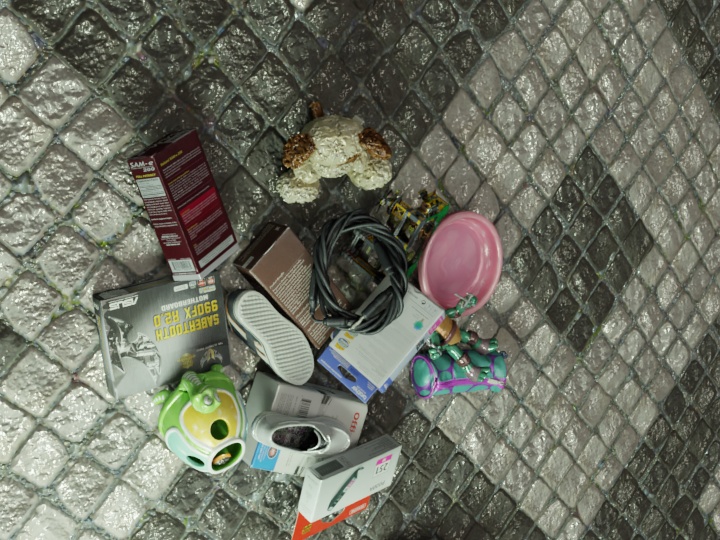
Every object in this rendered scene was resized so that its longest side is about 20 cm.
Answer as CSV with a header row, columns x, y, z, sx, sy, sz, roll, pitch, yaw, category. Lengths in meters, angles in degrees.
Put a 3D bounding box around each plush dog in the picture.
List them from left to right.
x,y,z,sx,sy,sz,roll,pitch,yaw,category
-0.044,-0.200,1.457,0.196,0.172,0.163,-11,93,-9,plush dog

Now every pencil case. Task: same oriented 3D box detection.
x,y,z,sx,sy,sz,roll,pitch,yaw,category
0.193,0.198,1.761,0.197,0.092,0.086,-1,115,-33,pencil case

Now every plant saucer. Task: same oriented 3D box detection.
x,y,z,sx,sy,sz,roll,pitch,yaw,category
0.183,-0.015,1.736,0.198,0.051,0.204,-9,105,-33,plant saucer

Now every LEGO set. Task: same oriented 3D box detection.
x,y,z,sx,sy,sz,roll,pitch,yaw,category
0.053,-0.073,1.596,0.153,0.115,0.202,-33,155,-50,LEGO set

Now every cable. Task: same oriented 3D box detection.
x,y,z,sx,sy,sz,roll,pitch,yaw,category
0.000,0.000,1.485,0.160,0.051,0.204,8,84,3,cable

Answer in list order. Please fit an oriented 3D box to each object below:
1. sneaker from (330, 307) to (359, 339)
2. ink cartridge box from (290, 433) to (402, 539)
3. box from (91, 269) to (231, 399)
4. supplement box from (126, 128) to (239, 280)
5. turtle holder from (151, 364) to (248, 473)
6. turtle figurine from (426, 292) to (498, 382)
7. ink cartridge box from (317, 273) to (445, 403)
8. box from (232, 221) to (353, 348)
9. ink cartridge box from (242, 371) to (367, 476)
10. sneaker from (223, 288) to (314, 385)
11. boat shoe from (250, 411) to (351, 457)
x,y,z,sx,sy,sz,roll,pitch,yaw,category
0.055,0.095,1.611,0.198,0.146,0.082,-25,113,-26,sneaker
-0.025,0.391,1.587,0.198,0.043,0.176,-13,125,-44,ink cartridge box
-0.307,0.094,1.423,0.197,0.048,0.161,-14,107,-31,box
-0.266,-0.098,1.382,0.109,0.060,0.203,-45,125,-49,supplement box
-0.232,0.227,1.416,0.140,0.132,0.187,-6,136,-43,turtle holder
0.166,0.111,1.675,0.200,0.100,0.151,41,70,-25,turtle figurine
0.035,0.111,1.510,0.200,0.119,0.042,-48,157,-10,ink cartridge box
-0.111,0.026,1.530,0.100,0.075,0.201,-48,123,-17,box
-0.102,0.272,1.578,0.198,0.084,0.148,20,89,-37,ink cartridge box
-0.153,0.105,1.511,0.079,0.079,0.201,-47,120,-23,sneaker
-0.084,0.272,1.495,0.198,0.068,0.073,25,87,-38,boat shoe
